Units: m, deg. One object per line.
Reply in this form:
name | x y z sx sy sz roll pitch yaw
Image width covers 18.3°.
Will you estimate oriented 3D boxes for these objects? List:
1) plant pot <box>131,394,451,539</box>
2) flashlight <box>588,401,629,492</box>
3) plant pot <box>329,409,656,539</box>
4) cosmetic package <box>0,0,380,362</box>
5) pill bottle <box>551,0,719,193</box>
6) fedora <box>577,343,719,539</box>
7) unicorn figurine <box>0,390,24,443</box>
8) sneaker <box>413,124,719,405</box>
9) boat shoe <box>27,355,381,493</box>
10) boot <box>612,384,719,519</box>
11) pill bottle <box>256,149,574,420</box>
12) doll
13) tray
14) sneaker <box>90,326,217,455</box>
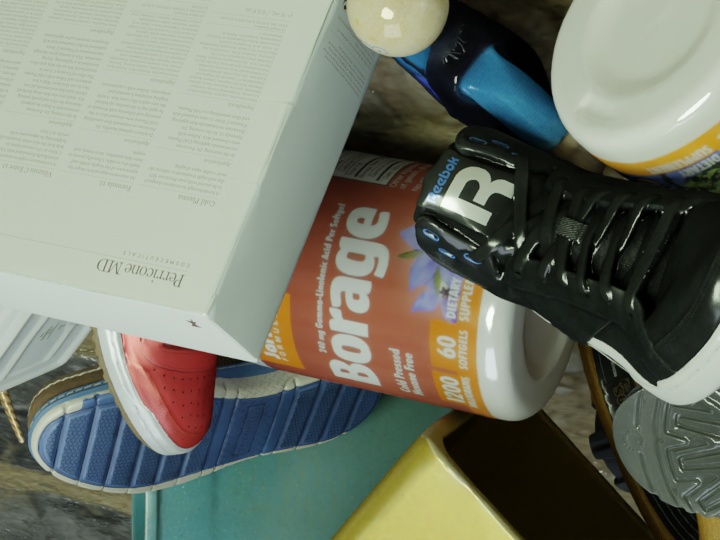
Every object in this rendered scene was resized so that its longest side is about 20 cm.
plant pot | -0.034 0.111 1.270 0.186 0.202 0.200 0 157 -7
flashlight | 0.214 0.070 1.198 0.199 0.068 0.068 -20 110 44
plant pot | 0.050 0.200 1.110 0.194 0.200 0.195 47 -164 6
cosmetic package | -0.105 -0.054 0.938 0.199 0.152 0.052 11 158 33
pill bottle | 0.179 -0.053 0.887 0.199 0.113 0.112 31 150 -34
fedora | 0.171 0.063 1.101 0.081 0.202 0.201 -19 156 -7
unicorn figurine | -0.284 0.015 1.330 0.199 0.074 0.137 24 167 10
sneaker | 0.076 -0.008 0.820 0.111 0.074 0.200 26 175 -9
boat shoe | -0.088 0.060 1.139 0.199 0.072 0.073 -4 131 -37
boot | 0.220 0.044 1.000 0.164 0.066 0.200 -2 -163 26
pill bottle | 0.000 0.000 1.076 0.199 0.113 0.112 11 157 25
doll | 0.052 -0.076 0.918 0.136 0.048 0.200 46 -176 33
tray | -0.176 0.027 1.245 0.107 0.022 0.200 -25 169 -32
sneaker | -0.062 -0.019 1.005 0.112 0.202 0.071 -5 -177 24
